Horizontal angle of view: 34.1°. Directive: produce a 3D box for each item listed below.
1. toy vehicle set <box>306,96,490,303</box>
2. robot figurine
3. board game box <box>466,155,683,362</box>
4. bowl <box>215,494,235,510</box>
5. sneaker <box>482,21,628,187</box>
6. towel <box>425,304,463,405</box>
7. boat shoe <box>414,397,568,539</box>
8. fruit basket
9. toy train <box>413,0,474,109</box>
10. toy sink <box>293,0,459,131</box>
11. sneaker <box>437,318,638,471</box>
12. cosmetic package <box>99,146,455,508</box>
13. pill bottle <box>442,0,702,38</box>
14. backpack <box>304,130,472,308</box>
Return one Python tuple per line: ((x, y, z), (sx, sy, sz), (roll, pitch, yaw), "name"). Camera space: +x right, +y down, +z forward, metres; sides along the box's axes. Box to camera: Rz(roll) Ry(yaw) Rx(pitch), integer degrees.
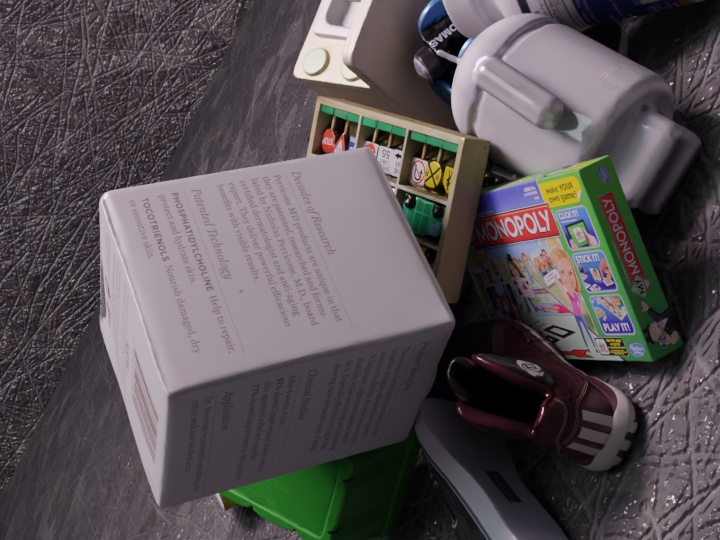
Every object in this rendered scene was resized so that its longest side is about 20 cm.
((0.018, -0.061, 0.931), (0.200, 0.027, 0.124), (25, 109, 52), "toy vehicle set")
((0.148, -0.116, 0.865), (0.200, 0.170, 0.113), (37, 102, 31), "robot figurine")
((0.136, -0.002, 0.840), (0.029, 0.135, 0.200), (-26, 6, -21), "board game box")
((-0.157, 0.175, 1.405), (0.108, 0.200, 0.200), (-25, 13, -13), "bowl")
((0.159, -0.149, 1.032), (0.200, 0.075, 0.081), (-52, 14, 35), "sneaker")
((-0.001, 0.078, 0.965), (0.050, 0.200, 0.148), (98, 154, -47), "towel")
((0.082, 0.163, 0.838), (0.057, 0.069, 0.200), (-66, 28, 20), "boat shoe")
((-0.038, 0.150, 1.059), (0.216, 0.216, 0.156), (-110, 32, -64), "fruit basket")
((0.137, -0.226, 1.058), (0.200, 0.114, 0.087), (-39, 59, -2), "toy train")
((0.022, -0.218, 1.132), (0.112, 0.200, 0.130), (15, 81, 36), "toy sink")
((0.089, 0.070, 0.813), (0.200, 0.115, 0.076), (23, 93, 55), "sneaker")
((-0.068, 0.039, 0.836), (0.167, 0.200, 0.166), (107, 145, -51), "cosmetic package")
((0.167, -0.247, 0.915), (0.200, 0.116, 0.116), (-7, 54, 28), "pill bottle")
((0.000, 0.000, 1.102), (0.200, 0.183, 0.147), (-60, 33, 11), "backpack")
